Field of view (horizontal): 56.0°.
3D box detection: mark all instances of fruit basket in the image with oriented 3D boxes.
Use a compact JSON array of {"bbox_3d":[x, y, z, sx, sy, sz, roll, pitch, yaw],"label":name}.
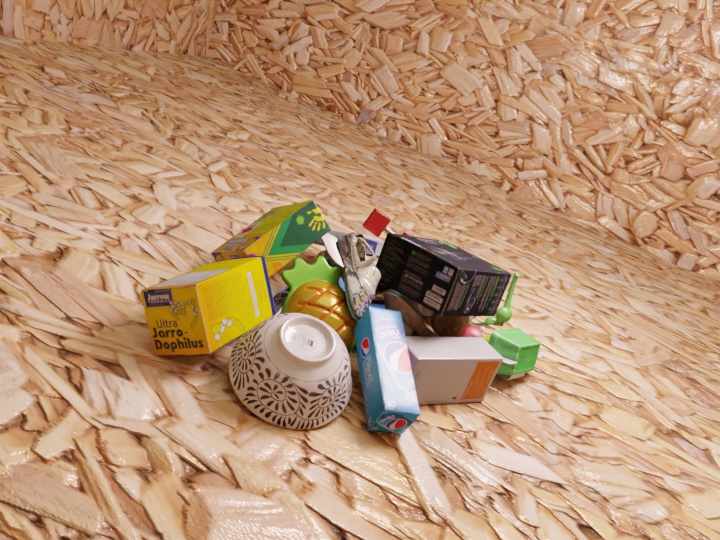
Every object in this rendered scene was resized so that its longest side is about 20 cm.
[{"bbox_3d":[0.255,0.158,1.392,0.200,0.094,0.185,10,5,36],"label":"fruit basket"}]

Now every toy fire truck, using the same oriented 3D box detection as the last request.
[{"bbox_3d":[0.105,-0.047,1.435,0.200,0.049,0.141,34,7,-18],"label":"toy fire truck"}]

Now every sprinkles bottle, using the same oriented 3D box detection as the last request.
[{"bbox_3d":[0.196,0.083,1.364,0.068,0.068,0.200,26,17,15],"label":"sprinkles bottle"}]

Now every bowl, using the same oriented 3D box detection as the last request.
[{"bbox_3d":[-0.092,0.130,1.033,0.201,0.094,0.201,15,42,-14],"label":"bowl"}]

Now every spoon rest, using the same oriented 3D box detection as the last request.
[{"bbox_3d":[-0.051,-0.033,1.347,0.200,0.061,0.099,24,23,30],"label":"spoon rest"}]

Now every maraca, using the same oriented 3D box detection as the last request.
[{"bbox_3d":[-0.074,0.068,1.201,0.137,0.107,0.200,-3,70,-26],"label":"maraca"}]

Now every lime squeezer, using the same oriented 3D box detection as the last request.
[{"bbox_3d":[0.282,0.089,1.439,0.038,0.200,0.071,-9,60,-35],"label":"lime squeezer"}]

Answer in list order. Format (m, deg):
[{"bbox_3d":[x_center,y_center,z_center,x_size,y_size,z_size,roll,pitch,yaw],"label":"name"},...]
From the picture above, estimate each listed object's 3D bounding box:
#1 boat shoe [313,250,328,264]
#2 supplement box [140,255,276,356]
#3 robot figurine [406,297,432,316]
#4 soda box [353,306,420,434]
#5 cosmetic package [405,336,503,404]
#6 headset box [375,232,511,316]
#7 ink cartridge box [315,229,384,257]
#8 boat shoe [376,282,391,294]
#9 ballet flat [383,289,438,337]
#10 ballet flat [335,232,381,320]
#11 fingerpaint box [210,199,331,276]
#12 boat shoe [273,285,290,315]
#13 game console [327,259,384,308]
[{"bbox_3d":[-0.073,-0.012,1.513,0.069,0.071,0.200,23,12,16],"label":"boat shoe"},{"bbox_3d":[-0.240,0.054,1.101,0.109,0.110,0.200,-6,11,25],"label":"supplement box"},{"bbox_3d":[0.136,0.027,1.536,0.169,0.113,0.200,-19,40,-30],"label":"robot figurine"},{"bbox_3d":[0.040,0.160,1.104,0.064,0.068,0.200,10,46,-22],"label":"soda box"},{"bbox_3d":[0.146,0.177,1.204,0.200,0.102,0.071,4,27,-33],"label":"cosmetic package"},{"bbox_3d":[0.156,0.010,1.261,0.174,0.093,0.200,30,16,38],"label":"headset box"},{"bbox_3d":[-0.048,-0.066,1.493,0.200,0.041,0.200,13,1,23],"label":"ink cartridge box"},{"bbox_3d":[0.041,0.014,1.457,0.201,0.066,0.072,2,55,15],"label":"boat shoe"},{"bbox_3d":[0.094,0.117,1.250,0.068,0.067,0.200,9,-32,52],"label":"ballet flat"},{"bbox_3d":[0.000,0.000,1.222,0.072,0.072,0.200,11,41,-22],"label":"ballet flat"},{"bbox_3d":[-0.174,-0.053,1.296,0.167,0.073,0.200,-39,18,-24],"label":"fingerpaint box"},{"bbox_3d":[-0.142,0.069,1.252,0.072,0.069,0.200,25,22,13],"label":"boat shoe"},{"bbox_3d":[-0.005,0.050,1.338,0.171,0.118,0.200,61,23,-6],"label":"game console"}]
